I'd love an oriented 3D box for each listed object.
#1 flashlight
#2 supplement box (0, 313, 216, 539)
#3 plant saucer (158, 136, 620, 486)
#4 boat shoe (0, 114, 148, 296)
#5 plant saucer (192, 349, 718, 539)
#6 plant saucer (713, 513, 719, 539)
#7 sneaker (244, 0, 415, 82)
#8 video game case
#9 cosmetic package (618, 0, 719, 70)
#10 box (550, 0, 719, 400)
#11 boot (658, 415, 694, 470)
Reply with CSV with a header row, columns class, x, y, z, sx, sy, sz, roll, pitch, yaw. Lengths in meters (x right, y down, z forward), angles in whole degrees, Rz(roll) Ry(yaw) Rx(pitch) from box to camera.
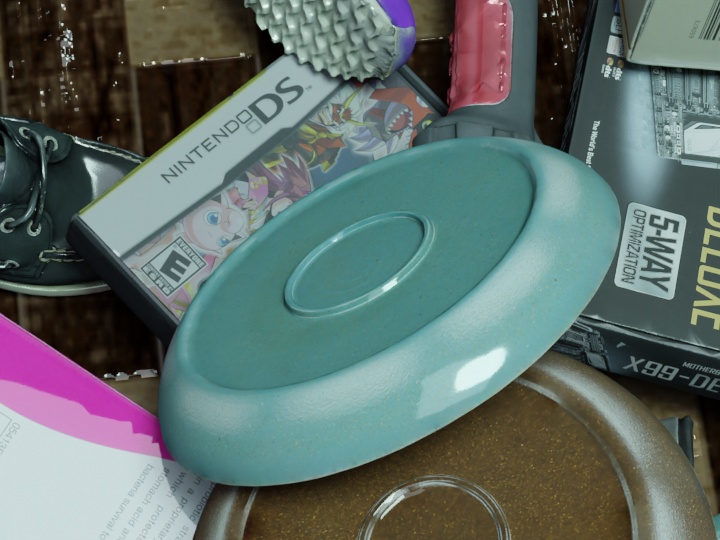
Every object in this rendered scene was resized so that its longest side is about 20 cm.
class,x,y,z,sx,sy,sz,roll,pitch,yaw
flashlight,0.051,-0.111,0.872,0.067,0.068,0.201,-5,62,21
supplement box,-0.105,0.116,0.802,0.199,0.103,0.102,33,75,6
plant saucer,0.004,0.005,0.734,0.200,0.200,0.028,-35,115,-11
boat shoe,-0.168,-0.037,0.854,0.198,0.066,0.075,10,73,-3
plant saucer,0.028,0.104,0.680,0.198,0.032,0.201,-6,56,9
plant saucer,0.145,0.144,0.790,0.199,0.019,0.070,-16,74,-49
sneaker,-0.029,-0.176,0.887,0.099,0.070,0.200,-35,67,-28
video game case,0.000,0.000,0.852,0.200,0.026,0.181,45,61,7
cosmetic package,0.169,-0.190,0.879,0.103,0.073,0.201,5,54,-7
box,0.168,-0.040,0.868,0.156,0.050,0.201,15,63,0
boot,0.071,0.062,0.757,0.131,0.070,0.201,0,57,15
